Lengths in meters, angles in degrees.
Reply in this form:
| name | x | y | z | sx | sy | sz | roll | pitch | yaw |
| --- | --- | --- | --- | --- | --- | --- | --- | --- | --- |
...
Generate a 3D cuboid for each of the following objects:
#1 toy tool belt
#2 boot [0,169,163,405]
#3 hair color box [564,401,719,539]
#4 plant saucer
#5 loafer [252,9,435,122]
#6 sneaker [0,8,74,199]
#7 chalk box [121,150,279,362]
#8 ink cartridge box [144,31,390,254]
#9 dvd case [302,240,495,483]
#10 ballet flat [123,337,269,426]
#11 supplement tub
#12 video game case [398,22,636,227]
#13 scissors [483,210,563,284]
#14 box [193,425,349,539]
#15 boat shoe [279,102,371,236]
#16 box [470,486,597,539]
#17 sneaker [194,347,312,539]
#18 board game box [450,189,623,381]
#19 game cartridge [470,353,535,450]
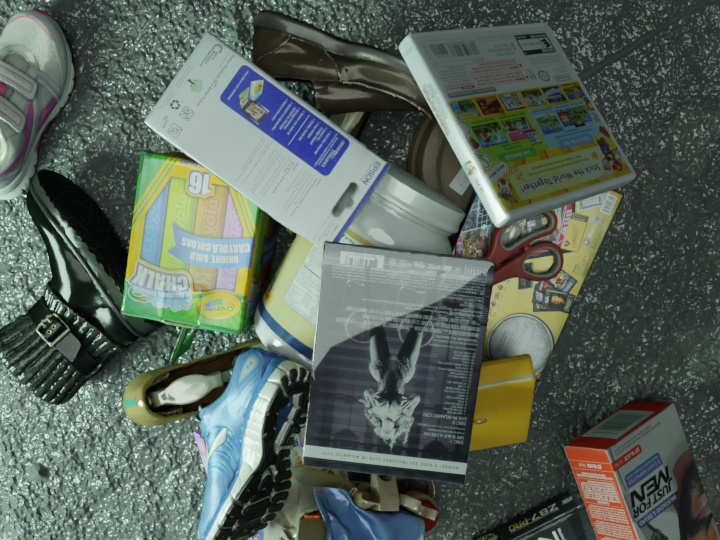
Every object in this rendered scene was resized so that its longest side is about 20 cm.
| name | x | y | z | sx | sy | sz | roll | pitch | yaw |
| --- | --- | --- | --- | --- | --- | --- | --- | --- | --- |
| toy tool belt | 0.011 | 0.254 | 0.766 | 0.198 | 0.123 | 0.127 | 6 | 85 | -25 |
| boot | -0.322 | 0.020 | 0.813 | 0.157 | 0.079 | 0.212 | -32 | 90 | 11 |
| hair color box | 0.295 | 0.248 | 0.789 | 0.110 | 0.064 | 0.202 | -23 | 95 | -30 |
| plant saucer | 0.146 | -0.102 | 0.799 | 0.197 | 0.029 | 0.203 | 0 | 98 | 4 |
| loafer | -0.013 | -0.175 | 0.725 | 0.198 | 0.073 | 0.072 | 21 | 98 | 6 |
| sneaker | -0.355 | -0.166 | 0.786 | 0.080 | 0.088 | 0.202 | 20 | 98 | 0 |
| chalk box | -0.155 | -0.009 | 0.779 | 0.122 | 0.124 | 0.203 | 9 | 99 | 2 |
| ink cartridge box | -0.080 | -0.109 | 0.687 | 0.199 | 0.039 | 0.100 | 37 | 87 | 0 |
| dvd case | 0.031 | 0.082 | 0.678 | 0.147 | 0.016 | 0.203 | 6 | 100 | 0 |
| ballet flat | -0.130 | 0.110 | 0.767 | 0.198 | 0.063 | 0.069 | -16 | 85 | -28 |
| supplement tub | 0.000 | 0.000 | 0.754 | 0.143 | 0.144 | 0.201 | 30 | 102 | -1 |
| video game case | 0.148 | -0.141 | 0.709 | 0.023 | 0.199 | 0.183 | -40 | 73 | 49 |
| scissors | 0.106 | 0.006 | 0.739 | 0.198 | 0.014 | 0.074 | -25 | 102 | -6 |
| box | -0.078 | 0.238 | 0.815 | 0.136 | 0.039 | 0.202 | -19 | 95 | -25 |
| boat shoe | -0.039 | -0.134 | 0.787 | 0.066 | 0.072 | 0.202 | 28 | 92 | 5 |
| box | 0.226 | 0.353 | 0.841 | 0.160 | 0.049 | 0.202 | -26 | 96 | 2 |
| sneaker | -0.109 | 0.163 | 0.721 | 0.089 | 0.078 | 0.202 | 28 | 103 | 37 |
| board game box | 0.156 | -0.009 | 0.778 | 0.134 | 0.035 | 0.202 | 23 | 98 | 0 |
| game cartridge | 0.069 | 0.144 | 0.771 | 0.197 | 0.177 | 0.033 | -8 | 59 | 4 |
